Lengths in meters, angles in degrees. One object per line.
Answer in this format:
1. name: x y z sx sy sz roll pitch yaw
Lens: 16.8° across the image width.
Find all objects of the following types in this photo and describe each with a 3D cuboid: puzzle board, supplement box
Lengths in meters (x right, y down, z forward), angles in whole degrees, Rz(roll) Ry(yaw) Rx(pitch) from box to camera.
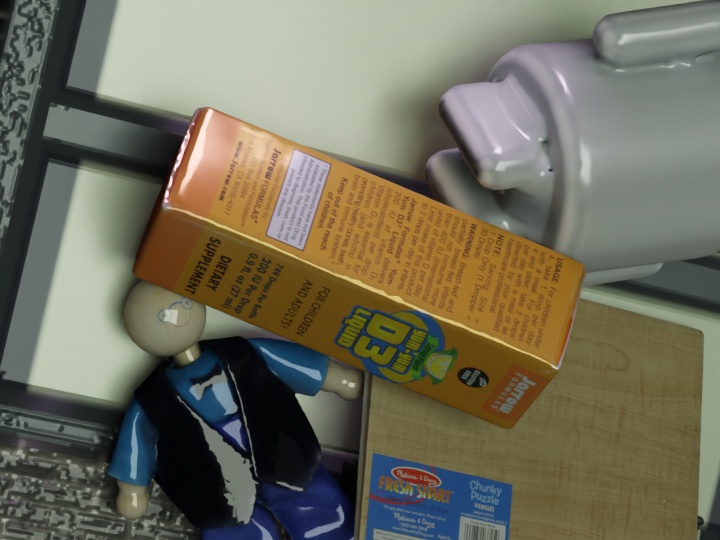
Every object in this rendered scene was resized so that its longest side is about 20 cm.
1. puzzle board: 0.086 0.083 1.213 0.199 0.017 0.151 14 71 -27
2. supplement box: 0.000 0.000 1.135 0.199 0.067 0.069 21 54 -7

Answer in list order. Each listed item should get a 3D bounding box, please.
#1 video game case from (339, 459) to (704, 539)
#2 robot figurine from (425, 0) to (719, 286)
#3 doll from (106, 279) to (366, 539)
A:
1. video game case: 0.068 0.200 1.243 0.199 0.025 0.182 10 92 -21
2. robot figurine: 0.134 -0.059 1.193 0.199 0.113 0.170 -7 137 -21
3. doll: -0.051 0.089 1.165 0.136 0.048 0.201 -33 97 -13
